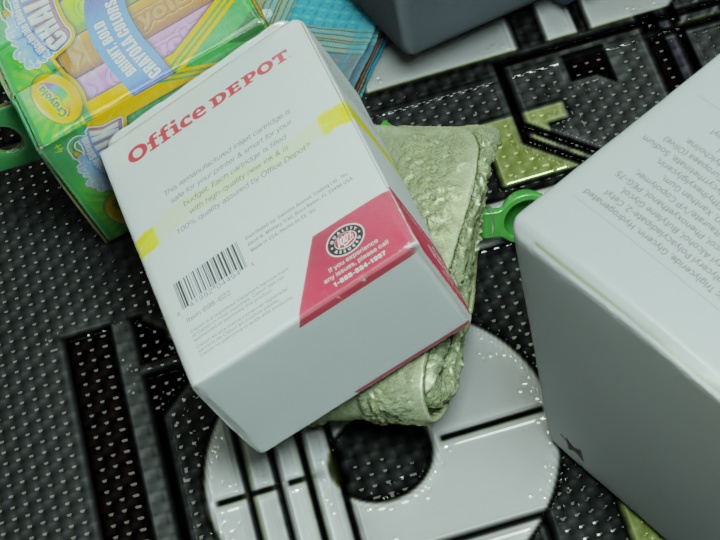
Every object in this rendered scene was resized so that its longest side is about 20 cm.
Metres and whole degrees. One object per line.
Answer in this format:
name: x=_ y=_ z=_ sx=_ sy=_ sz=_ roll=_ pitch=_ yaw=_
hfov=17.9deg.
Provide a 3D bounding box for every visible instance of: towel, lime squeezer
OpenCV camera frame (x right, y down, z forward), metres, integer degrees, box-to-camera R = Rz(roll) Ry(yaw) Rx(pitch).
towel: x=0.000 y=0.000 z=1.321 sx=0.148 sy=0.037 sz=0.201 roll=-4 pitch=57 yaw=27
towel: x=-0.087 y=-0.141 z=1.482 sx=0.199 sy=0.022 sz=0.147 roll=10 pitch=55 yaw=19
lime squeezer: x=0.088 y=-0.042 z=1.372 sx=0.199 sy=0.038 sz=0.071 roll=15 pitch=26 yaw=22

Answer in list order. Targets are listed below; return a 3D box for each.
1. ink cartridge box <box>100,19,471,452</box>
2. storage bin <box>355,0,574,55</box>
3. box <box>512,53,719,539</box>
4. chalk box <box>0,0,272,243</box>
ink cartridge box: x=-0.045 y=-0.023 z=1.283 sx=0.145 sy=0.083 sz=0.201 roll=-33 pitch=48 yaw=8
storage bin: x=0.040 y=-0.239 z=1.450 sx=0.134 sy=0.146 sz=0.200 roll=-30 pitch=53 yaw=-14
box: x=0.208 y=0.037 z=1.175 sx=0.171 sy=0.200 sz=0.200 roll=-37 pitch=55 yaw=-17
chalk box: x=-0.149 y=-0.113 z=1.391 sx=0.199 sy=0.125 sz=0.124 roll=-30 pitch=60 yaw=1
